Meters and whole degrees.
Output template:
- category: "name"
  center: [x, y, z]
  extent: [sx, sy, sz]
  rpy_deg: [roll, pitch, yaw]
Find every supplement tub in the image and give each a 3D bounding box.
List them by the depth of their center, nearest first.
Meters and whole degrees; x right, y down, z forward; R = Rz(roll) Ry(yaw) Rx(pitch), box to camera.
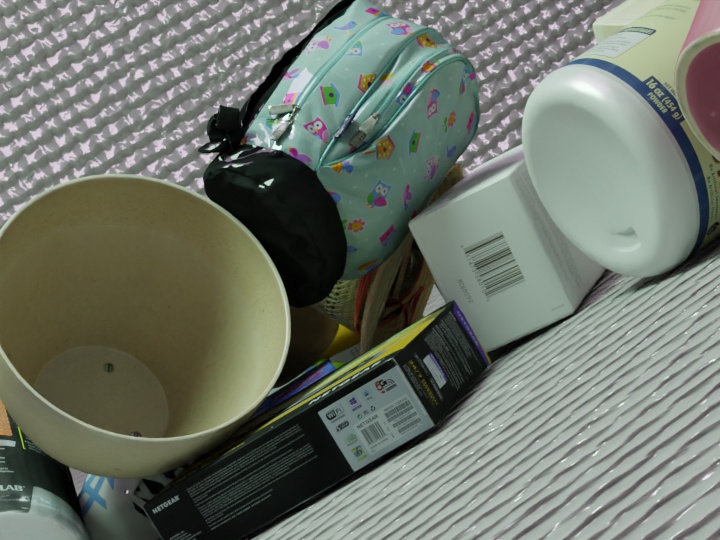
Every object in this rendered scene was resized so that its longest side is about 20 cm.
- category: "supplement tub"
  center: [0.217, -0.101, 1.546]
  extent: [0.199, 0.146, 0.145]
  rpy_deg: [-33, 3, -27]
- category: "supplement tub"
  center: [-0.252, 0.159, 1.634]
  extent: [0.122, 0.123, 0.200]
  rpy_deg: [-31, 30, 1]

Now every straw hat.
- category: "straw hat"
  center: [0.000, 0.000, 1.771]
  extent: [0.201, 0.085, 0.202]
  rpy_deg: [23, -90, -80]

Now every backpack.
- category: "backpack"
  center: [-0.011, -0.085, 1.654]
  extent: [0.200, 0.126, 0.167]
  rpy_deg: [-53, -20, -26]

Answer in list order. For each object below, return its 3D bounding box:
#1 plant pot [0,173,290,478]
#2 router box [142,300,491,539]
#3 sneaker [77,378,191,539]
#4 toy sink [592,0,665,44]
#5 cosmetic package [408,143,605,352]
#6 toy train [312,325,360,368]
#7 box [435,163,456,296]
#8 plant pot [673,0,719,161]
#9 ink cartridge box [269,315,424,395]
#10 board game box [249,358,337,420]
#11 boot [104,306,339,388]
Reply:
- category: "plant pot"
  center: [-0.157, 0.057, 1.587]
  extent: [0.200, 0.200, 0.135]
  rpy_deg: [-33, -18, -34]
- category: "router box"
  center: [-0.025, 0.104, 1.552]
  extent: [0.199, 0.052, 0.157]
  rpy_deg: [-31, 2, 19]
- category: "sneaker"
  center: [-0.133, 0.126, 1.669]
  extent: [0.201, 0.072, 0.072]
  rpy_deg: [-60, 14, -21]
- category: "toy sink"
  center: [0.292, -0.167, 1.810]
  extent: [0.199, 0.131, 0.112]
  rpy_deg: [-33, 24, -32]
- category: "cosmetic package"
  center: [0.113, -0.024, 1.701]
  extent: [0.084, 0.108, 0.200]
  rpy_deg: [-25, 4, 18]
- category: "toy train"
  center: [-0.043, 0.055, 1.911]
  extent: [0.199, 0.116, 0.085]
  rpy_deg: [-27, -6, 22]
- category: "box"
  center: [0.069, -0.045, 2.092]
  extent: [0.051, 0.158, 0.200]
  rpy_deg: [-31, 2, -5]
- category: "plant pot"
  center: [0.277, -0.145, 1.387]
  extent: [0.179, 0.200, 0.200]
  rpy_deg: [-51, 12, -30]
- category: "ink cartridge box"
  center: [-0.046, 0.073, 2.027]
  extent: [0.199, 0.086, 0.148]
  rpy_deg: [-30, 2, 6]
- category: "board game box"
  center: [-0.093, 0.139, 1.779]
  extent: [0.199, 0.045, 0.134]
  rpy_deg: [-32, 2, -2]
- category: "boot"
  center: [-0.124, 0.058, 1.779]
  extent: [0.175, 0.066, 0.200]
  rpy_deg: [-35, -27, 13]
